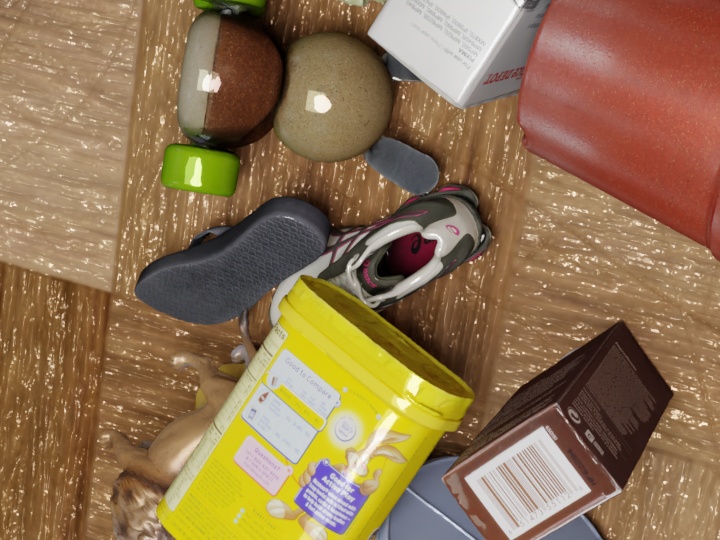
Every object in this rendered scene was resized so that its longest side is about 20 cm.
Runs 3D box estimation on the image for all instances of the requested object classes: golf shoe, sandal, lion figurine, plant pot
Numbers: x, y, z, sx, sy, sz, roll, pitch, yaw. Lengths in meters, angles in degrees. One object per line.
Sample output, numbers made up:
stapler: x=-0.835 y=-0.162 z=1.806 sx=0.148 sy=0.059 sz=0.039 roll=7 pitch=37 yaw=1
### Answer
golf shoe: x=0.000 y=0.000 z=1.112 sx=0.200 sy=0.088 sz=0.077 roll=-32 pitch=91 yaw=27
sandal: x=-0.096 y=-0.009 z=1.161 sx=0.200 sy=0.043 sz=0.076 roll=-24 pitch=130 yaw=38
lion figurine: x=-0.126 y=0.131 z=1.135 sx=0.200 sy=0.072 sz=0.122 roll=-53 pitch=39 yaw=3
plant pot: x=0.219 y=-0.109 z=0.949 sx=0.195 sy=0.201 sz=0.201 roll=26 pitch=111 yaw=23

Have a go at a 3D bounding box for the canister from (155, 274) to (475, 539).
canister: x=-0.036 y=0.126 z=1.031 sx=0.148 sy=0.087 sz=0.200 roll=38 pitch=100 yaw=25

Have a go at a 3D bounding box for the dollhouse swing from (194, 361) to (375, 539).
dollhouse swing: x=-0.033 y=0.188 z=1.199 sx=0.200 sy=0.176 sz=0.182 roll=-9 pitch=140 yaw=24

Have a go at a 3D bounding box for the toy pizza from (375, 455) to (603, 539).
toy pizza: x=0.099 y=0.219 z=1.067 sx=0.200 sy=0.200 sz=0.032 roll=39 pitch=130 yaw=9

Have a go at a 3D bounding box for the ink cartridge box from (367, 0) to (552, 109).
ink cartridge box: x=0.110 y=-0.215 z=0.983 sx=0.084 sy=0.144 sz=0.200 roll=38 pitch=113 yaw=12

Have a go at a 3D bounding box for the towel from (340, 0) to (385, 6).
towel: x=-0.046 y=-0.288 z=1.089 sx=0.200 sy=0.036 sz=0.149 roll=24 pitch=111 yaw=14

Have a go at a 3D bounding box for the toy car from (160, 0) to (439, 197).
toy car: x=-0.033 y=-0.127 z=1.088 sx=0.200 sy=0.158 sz=0.165 roll=9 pitch=94 yaw=-5

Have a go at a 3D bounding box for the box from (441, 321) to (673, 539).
box: x=0.139 y=0.112 z=1.019 sx=0.100 sy=0.200 sz=0.075 roll=-37 pitch=90 yaw=26
